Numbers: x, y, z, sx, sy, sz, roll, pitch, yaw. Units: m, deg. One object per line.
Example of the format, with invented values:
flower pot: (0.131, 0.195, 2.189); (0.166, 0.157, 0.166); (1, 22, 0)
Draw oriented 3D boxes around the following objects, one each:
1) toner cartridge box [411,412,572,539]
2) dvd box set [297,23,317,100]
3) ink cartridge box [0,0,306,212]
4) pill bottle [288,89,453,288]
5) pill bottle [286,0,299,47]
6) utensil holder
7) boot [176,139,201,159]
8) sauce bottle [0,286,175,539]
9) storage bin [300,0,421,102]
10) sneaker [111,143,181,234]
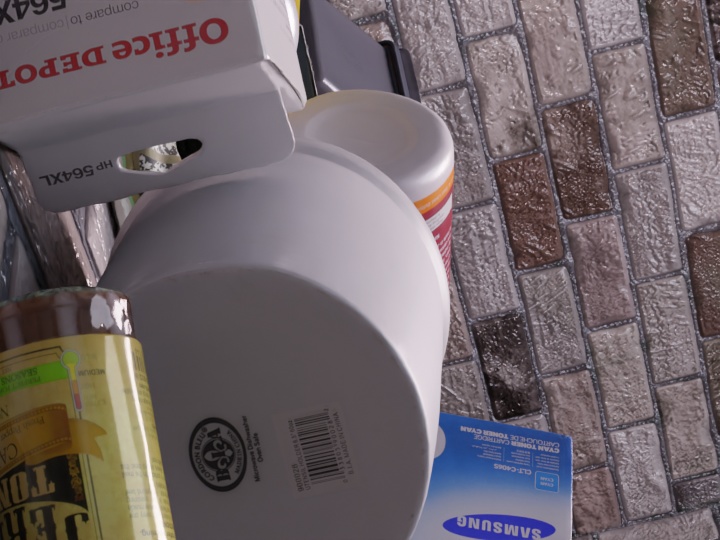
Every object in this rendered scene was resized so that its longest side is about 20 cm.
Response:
toner cartridge box: (0.013, 0.118, 1.094); (0.095, 0.198, 0.043); (-83, -175, -46)
dvd box set: (-0.058, -0.046, 1.380); (0.147, 0.029, 0.201); (-103, -161, -55)
ink cartridge box: (-0.105, -0.136, 0.883); (0.125, 0.127, 0.202); (38, 38, -83)
pill bottle: (0.000, 0.000, 1.263); (0.113, 0.112, 0.201); (-98, -174, -53)
pill bottle: (-0.091, -0.154, 1.224); (0.200, 0.111, 0.113); (-94, 170, -68)
utensil holder: (-0.046, 0.045, 0.896); (0.200, 0.168, 0.171); (-78, 154, -73)
boot: (-0.087, -0.007, 1.287); (0.201, 0.067, 0.132); (-92, 178, -55)
sauce bottle: (-0.093, 0.107, 0.718); (0.065, 0.064, 0.202); (63, 13, -73)
storage bin: (-0.038, -0.162, 1.947); (0.134, 0.145, 0.201); (40, 26, -33)
sneaker: (-0.080, -0.010, 1.095); (0.077, 0.088, 0.202); (65, 13, -70)
